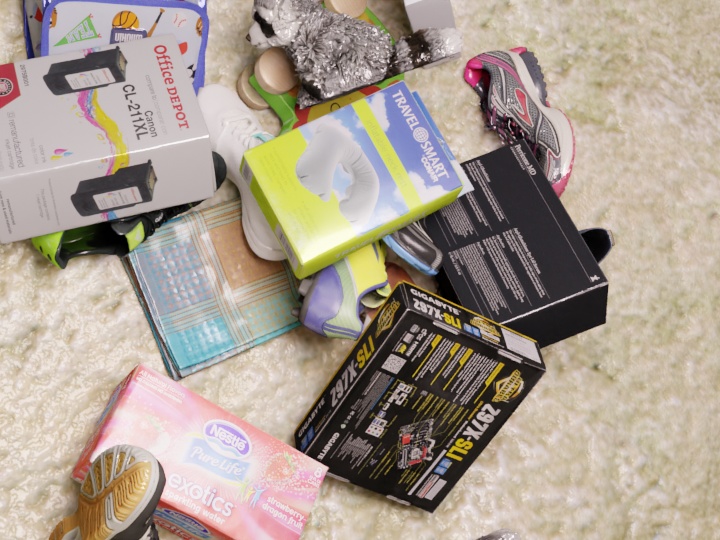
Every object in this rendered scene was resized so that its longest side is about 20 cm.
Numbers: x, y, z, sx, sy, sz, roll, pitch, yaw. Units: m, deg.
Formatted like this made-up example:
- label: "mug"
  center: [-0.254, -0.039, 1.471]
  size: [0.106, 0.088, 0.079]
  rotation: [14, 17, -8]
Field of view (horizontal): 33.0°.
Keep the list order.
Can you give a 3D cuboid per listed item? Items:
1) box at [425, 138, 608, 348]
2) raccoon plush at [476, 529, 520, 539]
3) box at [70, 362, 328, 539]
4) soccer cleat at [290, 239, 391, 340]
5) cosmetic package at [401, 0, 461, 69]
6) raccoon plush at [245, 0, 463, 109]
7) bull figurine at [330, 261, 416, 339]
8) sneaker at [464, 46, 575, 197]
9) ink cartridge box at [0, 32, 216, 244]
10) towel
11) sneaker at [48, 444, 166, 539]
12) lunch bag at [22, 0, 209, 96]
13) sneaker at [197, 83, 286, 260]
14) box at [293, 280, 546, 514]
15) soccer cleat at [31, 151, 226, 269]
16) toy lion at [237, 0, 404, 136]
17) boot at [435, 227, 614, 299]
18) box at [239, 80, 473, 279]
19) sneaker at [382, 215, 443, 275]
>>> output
- label: "box"
  center: [0.144, -0.018, 1.224]
  size: [0.140, 0.079, 0.201]
  rotation: [-21, 54, -3]
- label: "raccoon plush"
  center: [0.105, 0.344, 1.148]
  size: [0.198, 0.096, 0.136]
  rotation: [-18, 90, -30]
- label: "box"
  center: [-0.143, 0.180, 1.088]
  size: [0.199, 0.095, 0.103]
  rotation: [32, 63, -12]
- label: "soccer cleat"
  center: [0.000, 0.001, 1.189]
  size: [0.083, 0.065, 0.201]
  rotation: [24, 39, 5]
- label: "cosmetic package"
  center: [0.059, -0.319, 1.283]
  size: [0.051, 0.200, 0.153]
  rotation: [-18, 79, 5]
- label: "raccoon plush"
  center: [-0.013, -0.246, 1.191]
  size: [0.198, 0.097, 0.136]
  rotation: [-21, 96, -14]
- label: "bull figurine"
  center: [0.059, 0.088, 1.221]
  size: [0.121, 0.065, 0.201]
  rotation: [-34, 84, -37]
- label: "sneaker"
  center: [0.176, -0.160, 1.342]
  size: [0.074, 0.081, 0.202]
  rotation: [-7, 54, -21]
- label: "ink cartridge box"
  center: [-0.243, -0.123, 1.095]
  size: [0.197, 0.083, 0.147]
  rotation: [-14, 53, -14]
- label: "towel"
  center: [-0.124, 0.004, 1.194]
  size: [0.198, 0.022, 0.148]
  rotation: [-22, 84, -28]
- label: "sneaker"
  center: [-0.195, 0.213, 1.008]
  size: [0.087, 0.200, 0.076]
  rotation: [17, 44, -27]
- label: "lunch bag"
  center: [-0.238, -0.266, 1.175]
  size: [0.168, 0.123, 0.203]
  rotation: [-2, 90, -25]
- label: "sneaker"
  center: [-0.103, -0.115, 1.191]
  size: [0.075, 0.089, 0.202]
  rotation: [-19, 69, -28]
- label: "box"
  center: [0.053, 0.124, 1.136]
  size: [0.158, 0.201, 0.050]
  rotation: [22, 27, -24]
- label: "soccer cleat"
  center: [-0.207, -0.054, 1.133]
  size: [0.198, 0.068, 0.081]
  rotation: [-23, 44, -21]
- label: "toy lion"
  center: [-0.020, -0.178, 1.281]
  size: [0.192, 0.068, 0.201]
  rotation: [46, 61, -13]
- label: "boot"
  center: [0.176, -0.004, 1.289]
  size: [0.198, 0.097, 0.076]
  rotation: [-21, 83, -28]
- label: "box"
  center: [0.002, -0.091, 1.132]
  size: [0.198, 0.048, 0.123]
  rotation: [-27, 80, -17]
- label: "sneaker"
  center: [0.044, -0.090, 1.194]
  size: [0.071, 0.082, 0.202]
  rotation: [33, 37, -56]
